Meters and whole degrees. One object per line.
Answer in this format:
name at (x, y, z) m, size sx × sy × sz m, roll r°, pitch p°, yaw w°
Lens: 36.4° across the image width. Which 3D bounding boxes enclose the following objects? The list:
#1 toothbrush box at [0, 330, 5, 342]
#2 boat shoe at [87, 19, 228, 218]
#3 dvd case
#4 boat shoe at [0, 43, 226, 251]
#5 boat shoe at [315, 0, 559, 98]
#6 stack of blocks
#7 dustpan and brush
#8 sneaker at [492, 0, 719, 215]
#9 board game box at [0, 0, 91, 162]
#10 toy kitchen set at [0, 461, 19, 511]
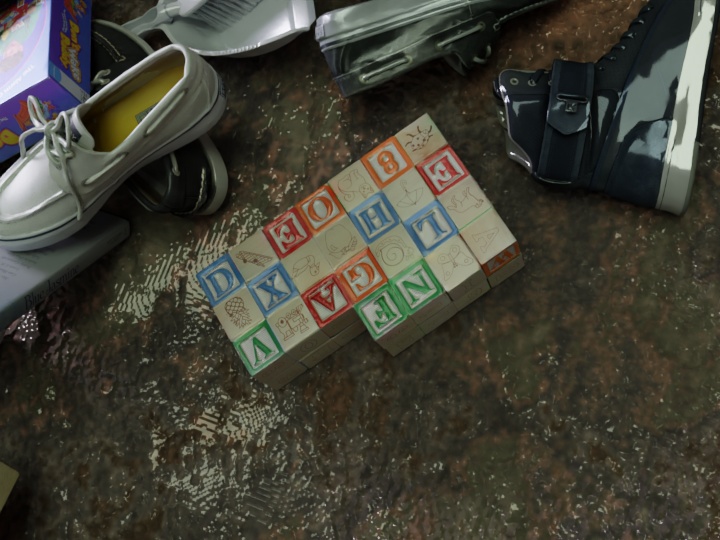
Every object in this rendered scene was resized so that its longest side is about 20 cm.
toothbrush box at (-0.391, 0.070, 0.809) m, size 0.197 × 0.087 × 0.147 m, roll 9°, pitch 57°, yaw 15°
boat shoe at (-0.179, -0.118, 0.833) m, size 0.074 × 0.060 × 0.201 m, roll -48°, pitch 68°, yaw 31°
dvd case at (-0.280, -0.009, 0.787) m, size 0.141 × 0.200 × 0.018 m, roll 18°, pitch 124°, yaw 18°
boat shoe at (-0.189, -0.089, 0.750) m, size 0.200 × 0.086 × 0.075 m, roll -31°, pitch 68°, yaw 5°
boat shoe at (0.067, -0.177, 0.797) m, size 0.197 × 0.072 × 0.072 m, roll -17°, pitch 102°, yaw -2°
stack of blocks at (0.000, 0.000, 0.763) m, size 0.199 × 0.059 × 0.116 m, roll -34°, pitch 69°, yaw 3°
dustpan and brush at (-0.130, -0.208, 0.854) m, size 0.199 × 0.057 × 0.141 m, roll -27°, pitch 64°, yaw 38°
sneaker at (0.168, -0.149, 0.754) m, size 0.144 × 0.077 × 0.205 m, roll 10°, pitch 78°, yaw 14°
board game box at (-0.300, -0.140, 0.847) m, size 0.198 × 0.045 × 0.136 m, roll -24°, pitch 52°, yaw 19°
toy kitchen set at (-0.272, 0.274, 0.758) m, size 0.163 × 0.180 × 0.201 m, roll -38°, pitch 24°, yaw 39°
